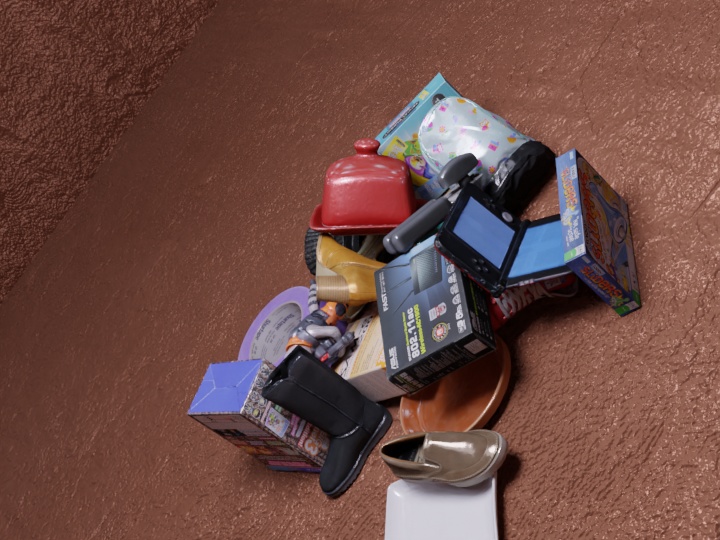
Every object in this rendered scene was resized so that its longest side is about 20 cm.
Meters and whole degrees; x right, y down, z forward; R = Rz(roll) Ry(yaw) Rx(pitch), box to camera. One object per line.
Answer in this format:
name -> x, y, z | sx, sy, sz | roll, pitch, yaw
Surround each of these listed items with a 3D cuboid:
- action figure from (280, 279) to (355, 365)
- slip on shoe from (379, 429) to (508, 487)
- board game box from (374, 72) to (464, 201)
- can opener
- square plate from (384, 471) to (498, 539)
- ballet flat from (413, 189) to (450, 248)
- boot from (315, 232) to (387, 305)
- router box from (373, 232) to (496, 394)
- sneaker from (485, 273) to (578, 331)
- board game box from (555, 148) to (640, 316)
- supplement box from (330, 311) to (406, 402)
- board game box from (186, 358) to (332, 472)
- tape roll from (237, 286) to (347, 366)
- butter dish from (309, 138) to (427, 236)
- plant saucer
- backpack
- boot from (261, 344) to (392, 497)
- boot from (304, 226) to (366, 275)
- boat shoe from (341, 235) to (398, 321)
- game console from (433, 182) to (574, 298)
action figure -> -0.083, 0.109, 1.781 | 0.200, 0.104, 0.194 | -46, 8, 38
slip on shoe -> 0.109, 0.247, 1.486 | 0.199, 0.061, 0.076 | -12, 47, 47
board game box -> 0.121, -0.219, 1.917 | 0.200, 0.151, 0.047 | -44, 27, 14
can opener -> 0.108, -0.099, 1.645 | 0.200, 0.067, 0.053 | -43, 12, -24
square plate -> 0.111, 0.345, 1.469 | 0.198, 0.028, 0.201 | -32, 36, 33
ballet flat -> 0.159, -0.097, 1.849 | 0.200, 0.069, 0.063 | -52, 2, -4
boot -> 0.000, 0.000, 1.754 | 0.201, 0.143, 0.071 | -95, 7, -62
router box -> 0.102, 0.054, 1.555 | 0.150, 0.062, 0.201 | -33, 44, 28
sneaker -> 0.232, 0.032, 1.560 | 0.200, 0.071, 0.112 | -46, 27, -22
board game box -> 0.321, -0.054, 1.490 | 0.034, 0.135, 0.201 | -29, 39, 32
supplement box -> 0.034, 0.131, 1.712 | 0.200, 0.073, 0.127 | -27, 34, 56
board game box -> -0.147, 0.236, 1.763 | 0.159, 0.200, 0.097 | -9, 50, 49
tape roll -> -0.122, 0.134, 1.951 | 0.200, 0.085, 0.201 | -34, 36, 29
butter dish -> 0.014, -0.146, 1.825 | 0.198, 0.149, 0.200 | -3, 17, 4
plant saucer -> 0.141, 0.174, 1.604 | 0.200, 0.032, 0.201 | -35, 34, 29
backpack -> 0.190, -0.191, 1.761 | 0.200, 0.127, 0.167 | 41, 89, 25
boot -> -0.070, 0.230, 1.664 | 0.165, 0.200, 0.066 | -56, 30, -6
boot -> -0.022, -0.095, 2.057 | 0.157, 0.079, 0.212 | -15, 47, 46
boat shoe -> 0.020, 0.002, 1.918 | 0.076, 0.072, 0.201 | 12, 68, 43
game console -> 0.219, -0.063, 1.539 | 0.119, 0.172, 0.200 | -49, 4, 34
